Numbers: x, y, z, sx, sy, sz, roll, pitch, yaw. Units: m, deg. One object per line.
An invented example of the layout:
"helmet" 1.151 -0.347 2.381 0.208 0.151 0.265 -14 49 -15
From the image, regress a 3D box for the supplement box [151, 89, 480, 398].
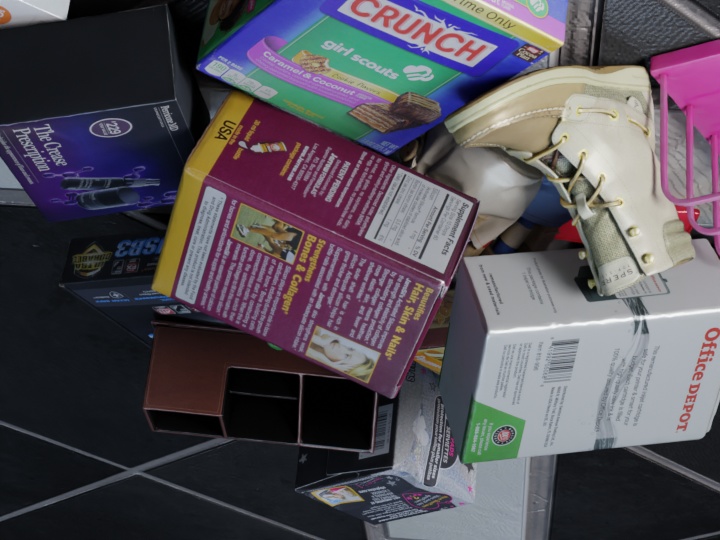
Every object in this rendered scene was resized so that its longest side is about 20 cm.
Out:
"supplement box" -0.033 -0.019 1.253 0.199 0.104 0.131 25 134 1

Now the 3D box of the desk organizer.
"desk organizer" -0.080 0.099 1.479 0.198 0.078 0.072 5 158 3

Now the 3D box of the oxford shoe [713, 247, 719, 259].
"oxford shoe" 0.281 0.020 1.400 0.199 0.075 0.070 -24 -168 -7

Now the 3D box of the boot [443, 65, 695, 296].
"boot" 0.151 -0.058 1.208 0.199 0.156 0.072 -10 172 -45

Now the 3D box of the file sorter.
"file sorter" 0.312 -0.068 1.263 0.138 0.126 0.200 -12 148 31

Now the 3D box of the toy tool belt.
"toy tool belt" 0.108 -0.048 1.335 0.199 0.125 0.123 24 124 -35

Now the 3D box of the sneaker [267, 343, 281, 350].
"sneaker" 0.000 0.000 1.381 0.199 0.074 0.084 -23 151 -9

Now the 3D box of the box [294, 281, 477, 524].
"box" 0.033 0.114 1.602 0.132 0.202 0.114 -18 146 41

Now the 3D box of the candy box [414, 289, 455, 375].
"candy box" 0.134 0.073 1.531 0.115 0.056 0.200 -7 155 33

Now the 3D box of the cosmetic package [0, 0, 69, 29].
"cosmetic package" -0.316 -0.184 1.255 0.150 0.052 0.200 19 151 -30

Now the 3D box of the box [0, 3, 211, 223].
"box" -0.188 -0.110 1.282 0.140 0.080 0.200 -11 162 1

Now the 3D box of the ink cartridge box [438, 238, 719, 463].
"ink cartridge box" 0.169 0.060 1.309 0.198 0.083 0.147 -4 134 -12

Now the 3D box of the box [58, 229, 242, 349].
"box" -0.117 0.027 1.486 0.198 0.050 0.198 -5 152 29

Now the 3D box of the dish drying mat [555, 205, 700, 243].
"dish drying mat" 0.175 -0.045 1.459 0.198 0.018 0.077 9 154 -5

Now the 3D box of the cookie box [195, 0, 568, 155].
"cookie box" 0.013 -0.172 1.177 0.170 0.076 0.200 22 149 -28
